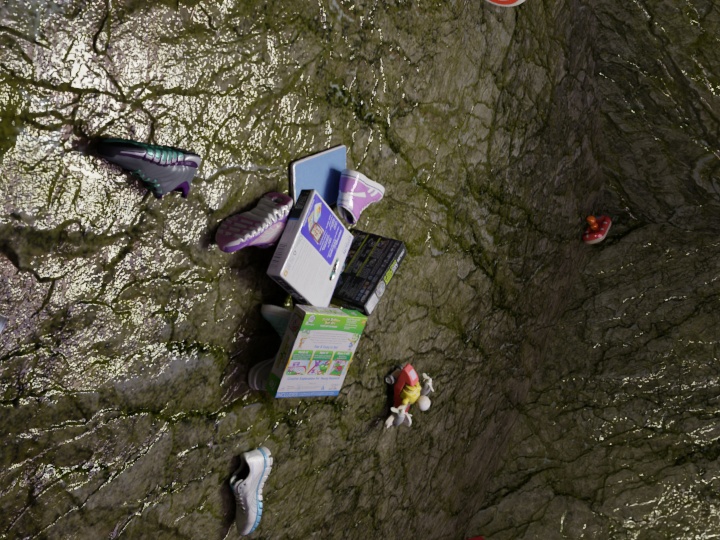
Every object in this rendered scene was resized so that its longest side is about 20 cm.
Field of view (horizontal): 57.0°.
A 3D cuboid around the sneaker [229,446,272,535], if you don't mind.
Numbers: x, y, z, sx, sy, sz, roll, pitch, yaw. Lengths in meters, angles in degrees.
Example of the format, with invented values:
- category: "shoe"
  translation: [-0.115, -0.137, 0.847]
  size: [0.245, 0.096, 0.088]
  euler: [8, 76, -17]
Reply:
- category: "sneaker"
  translation: [-0.266, 0.502, 1.507]
  size: [0.086, 0.074, 0.205]
  euler: [10, 90, -48]

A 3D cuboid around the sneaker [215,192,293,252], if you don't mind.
- category: "sneaker"
  translation: [-0.205, -0.077, 1.325]
  size: [0.200, 0.079, 0.090]
  euler: [-40, 143, -44]

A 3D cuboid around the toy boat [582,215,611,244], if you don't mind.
- category: "toy boat"
  translation: [1.281, -0.243, 3.638]
  size: [0.131, 0.129, 0.201]
  euler: [48, 58, -20]

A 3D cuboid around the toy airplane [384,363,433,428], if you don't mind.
- category: "toy airplane"
  translation: [0.152, 0.406, 2.057]
  size: [0.199, 0.139, 0.204]
  euler: [40, 70, -57]

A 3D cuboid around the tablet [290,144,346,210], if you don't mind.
- category: "tablet"
  translation: [-0.092, -0.202, 1.506]
  size: [0.199, 0.013, 0.133]
  euler: [-32, 130, -49]

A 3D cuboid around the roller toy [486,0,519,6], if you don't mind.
- category: "roller toy"
  translation: [0.400, -0.838, 1.849]
  size: [0.200, 0.180, 0.142]
  euler: [37, 74, -57]

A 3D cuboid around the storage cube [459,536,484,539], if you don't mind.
- category: "storage cube"
  translation: [0.512, 1.334, 2.978]
  size: [0.168, 0.179, 0.205]
  euler: [3, 104, -28]

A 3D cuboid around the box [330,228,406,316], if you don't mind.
- category: "box"
  translation: [0.000, 0.000, 1.608]
  size: [0.202, 0.158, 0.045]
  euler: [-58, 144, -25]

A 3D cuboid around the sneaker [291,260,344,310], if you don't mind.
- category: "sneaker"
  translation: [-0.094, 0.015, 1.527]
  size: [0.120, 0.082, 0.205]
  euler: [14, 80, -53]

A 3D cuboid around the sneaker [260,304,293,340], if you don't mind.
- category: "sneaker"
  translation: [-0.148, 0.148, 1.469]
  size: [0.199, 0.073, 0.083]
  euler: [36, 65, -30]

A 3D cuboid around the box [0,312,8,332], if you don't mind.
- category: "box"
  translation: [-0.566, 0.071, 0.843]
  size: [0.200, 0.034, 0.112]
  euler: [44, 66, -56]

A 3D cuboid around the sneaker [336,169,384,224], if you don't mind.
- category: "sneaker"
  translation: [-0.007, -0.166, 1.592]
  size: [0.200, 0.071, 0.117]
  euler: [11, 91, -65]

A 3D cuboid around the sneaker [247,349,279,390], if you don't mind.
- category: "sneaker"
  translation: [-0.164, 0.224, 1.517]
  size: [0.199, 0.081, 0.076]
  euler: [-35, 133, -46]

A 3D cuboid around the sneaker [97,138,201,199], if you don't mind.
- category: "sneaker"
  translation: [-0.339, -0.158, 1.073]
  size: [0.199, 0.073, 0.089]
  euler: [-4, 112, -58]

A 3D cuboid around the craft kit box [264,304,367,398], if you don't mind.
- category: "craft kit box"
  translation: [-0.094, 0.179, 1.449]
  size: [0.198, 0.048, 0.201]
  euler: [10, 108, -48]

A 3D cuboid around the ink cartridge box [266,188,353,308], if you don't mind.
- category: "ink cartridge box"
  translation: [-0.101, -0.036, 1.415]
  size: [0.200, 0.043, 0.202]
  euler: [47, 58, -52]
